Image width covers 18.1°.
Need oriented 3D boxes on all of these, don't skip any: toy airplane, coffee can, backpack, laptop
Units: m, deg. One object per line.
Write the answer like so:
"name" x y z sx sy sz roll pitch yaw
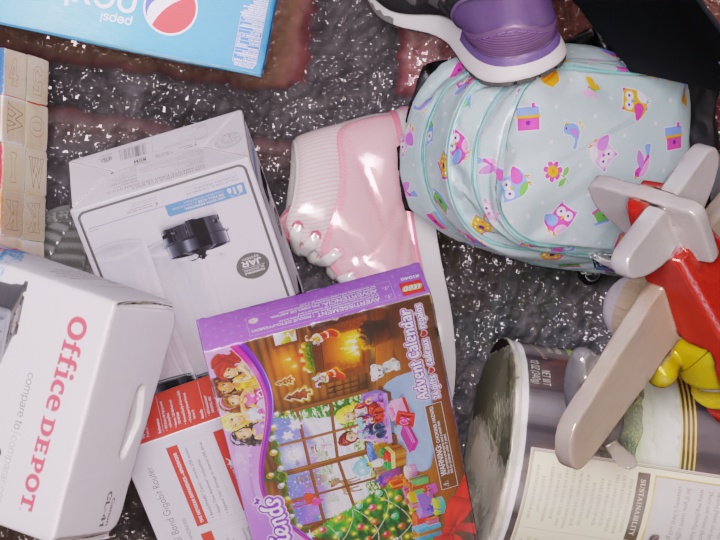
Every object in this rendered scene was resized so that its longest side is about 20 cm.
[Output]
"toy airplane" 0.189 0.018 1.340 0.200 0.141 0.200 -1 91 -34
"coffee can" 0.177 0.130 1.445 0.199 0.146 0.147 9 95 -8
"backpack" 0.125 -0.076 1.406 0.200 0.126 0.167 4 90 -32
"laptop" 0.153 -0.206 1.304 0.103 0.200 0.177 -19 134 29

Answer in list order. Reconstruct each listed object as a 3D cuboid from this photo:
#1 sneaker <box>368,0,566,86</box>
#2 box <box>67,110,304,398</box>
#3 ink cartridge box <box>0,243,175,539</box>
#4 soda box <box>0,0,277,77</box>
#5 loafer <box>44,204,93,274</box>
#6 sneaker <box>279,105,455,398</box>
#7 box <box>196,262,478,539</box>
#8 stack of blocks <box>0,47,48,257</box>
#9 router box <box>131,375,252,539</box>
"sneaker" 0.059 -0.188 1.372 0.076 0.200 0.088 -26 123 -18
"box" -0.096 0.012 1.398 0.116 0.060 0.200 -16 124 0
"ink cartridge box" -0.226 0.058 1.303 0.199 0.086 0.148 17 94 20
"soda box" -0.154 -0.171 1.414 0.199 0.068 0.064 12 95 -8
"loafer" -0.195 0.057 1.439 0.075 0.070 0.201 11 83 26
"sneaker" 0.000 0.000 1.446 0.104 0.075 0.201 -8 90 -10
"box" -0.010 0.102 1.351 0.136 0.039 0.200 -15 122 -3
"stack of blocks" -0.258 -0.033 1.396 0.115 0.059 0.201 0 87 20
"router box" -0.040 0.146 1.424 0.179 0.049 0.200 -18 123 -2
